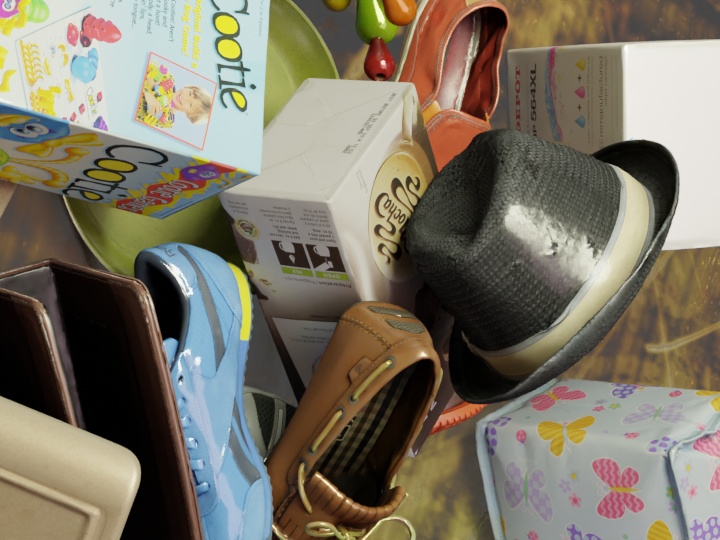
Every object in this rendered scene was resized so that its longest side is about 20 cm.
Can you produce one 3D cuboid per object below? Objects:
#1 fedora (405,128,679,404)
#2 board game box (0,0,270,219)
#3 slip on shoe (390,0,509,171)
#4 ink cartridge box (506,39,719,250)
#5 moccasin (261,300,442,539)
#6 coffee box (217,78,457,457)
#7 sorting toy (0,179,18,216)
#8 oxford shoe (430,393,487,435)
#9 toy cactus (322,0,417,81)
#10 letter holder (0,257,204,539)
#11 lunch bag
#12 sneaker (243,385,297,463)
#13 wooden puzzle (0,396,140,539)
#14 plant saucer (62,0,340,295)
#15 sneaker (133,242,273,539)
[{"bbox_3d":[0.086,-0.023,0.878,0.092,0.200,0.201,40,72,-17],"label":"fedora"},{"bbox_3d":[-0.158,-0.105,0.792,0.200,0.103,0.105,14,69,-35],"label":"board game box"},{"bbox_3d":[0.051,-0.090,1.021,0.074,0.061,0.201,16,87,-37],"label":"slip on shoe"},{"bbox_3d":[0.184,-0.088,1.045,0.125,0.200,0.129,-5,98,-18],"label":"ink cartridge box"},{"bbox_3d":[-0.007,0.118,0.875,0.074,0.078,0.202,16,111,-35],"label":"moccasin"},{"bbox_3d":[0.000,0.000,0.937,0.113,0.080,0.200,-55,140,-39],"label":"coffee box"},{"bbox_3d":[-0.271,-0.051,0.775,0.185,0.036,0.200,37,54,-23],"label":"sorting toy"},{"bbox_3d":[0.062,0.062,1.053,0.200,0.071,0.073,-25,88,-35],"label":"oxford shoe"},{"bbox_3d":[-0.023,-0.224,0.932,0.200,0.102,0.165,49,37,-37],"label":"toy cactus"},{"bbox_3d":[-0.162,0.107,0.840,0.100,0.142,0.201,-18,106,-32],"label":"letter holder"},{"bbox_3d":[0.183,0.187,1.072,0.127,0.169,0.201,-27,112,-43],"label":"lunch bag"},{"bbox_3d":[-0.078,0.165,0.939,0.077,0.078,0.201,9,90,-21],"label":"sneaker"},{"bbox_3d":[-0.225,0.152,0.795,0.185,0.037,0.200,22,97,2],"label":"wooden puzzle"},{"bbox_3d":[-0.097,-0.079,0.935,0.200,0.031,0.201,-5,99,-35],"label":"plant saucer"},{"bbox_3d":[-0.098,0.083,0.863,0.078,0.066,0.201,15,66,-57],"label":"sneaker"}]
